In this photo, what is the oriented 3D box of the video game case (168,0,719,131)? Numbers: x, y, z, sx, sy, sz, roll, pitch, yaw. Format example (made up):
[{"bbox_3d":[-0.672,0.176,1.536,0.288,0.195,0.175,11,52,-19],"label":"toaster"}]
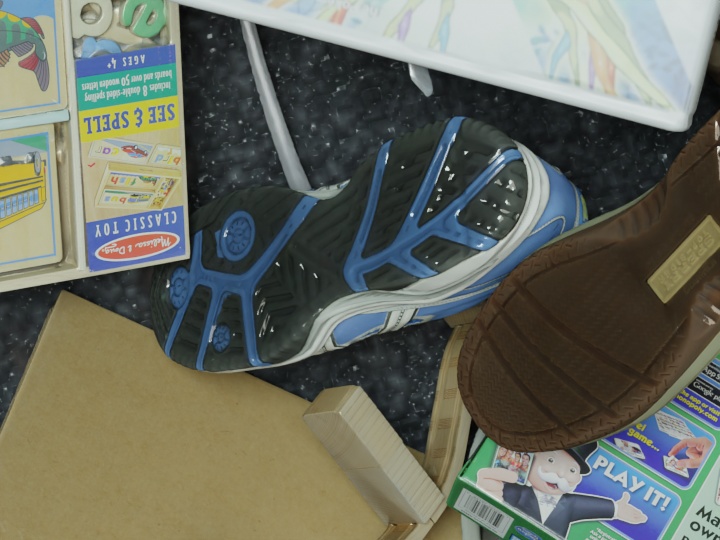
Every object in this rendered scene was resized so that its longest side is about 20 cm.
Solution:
[{"bbox_3d":[0.039,-0.160,0.898,0.199,0.022,0.183,15,100,11],"label":"video game case"}]

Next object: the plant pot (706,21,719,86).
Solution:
[{"bbox_3d":[0.247,-0.098,1.003,0.200,0.200,0.175,-43,116,3],"label":"plant pot"}]

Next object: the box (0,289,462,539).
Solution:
[{"bbox_3d":[-0.054,0.108,1.030,0.199,0.164,0.021,25,136,-7],"label":"box"}]

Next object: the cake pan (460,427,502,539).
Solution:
[{"bbox_3d":[0.135,0.112,1.044,0.199,0.037,0.201,5,62,-9],"label":"cake pan"}]

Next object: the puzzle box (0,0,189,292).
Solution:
[{"bbox_3d":[-0.162,-0.052,0.976,0.199,0.025,0.134,-11,114,-23],"label":"puzzle box"}]

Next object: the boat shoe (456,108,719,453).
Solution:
[{"bbox_3d":[0.120,0.002,0.950,0.202,0.075,0.075,-39,76,39],"label":"boat shoe"}]

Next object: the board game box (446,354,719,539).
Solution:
[{"bbox_3d":[0.152,0.089,1.021,0.200,0.029,0.135,32,61,7],"label":"board game box"}]

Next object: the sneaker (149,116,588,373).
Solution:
[{"bbox_3d":[0.000,0.000,1.020,0.200,0.077,0.076,-15,72,37],"label":"sneaker"}]

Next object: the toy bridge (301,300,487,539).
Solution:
[{"bbox_3d":[0.006,0.075,1.030,0.067,0.027,0.200,53,55,-20],"label":"toy bridge"}]

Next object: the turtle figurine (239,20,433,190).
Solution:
[{"bbox_3d":[-0.035,-0.152,0.985,0.194,0.144,0.200,32,92,-9],"label":"turtle figurine"}]
